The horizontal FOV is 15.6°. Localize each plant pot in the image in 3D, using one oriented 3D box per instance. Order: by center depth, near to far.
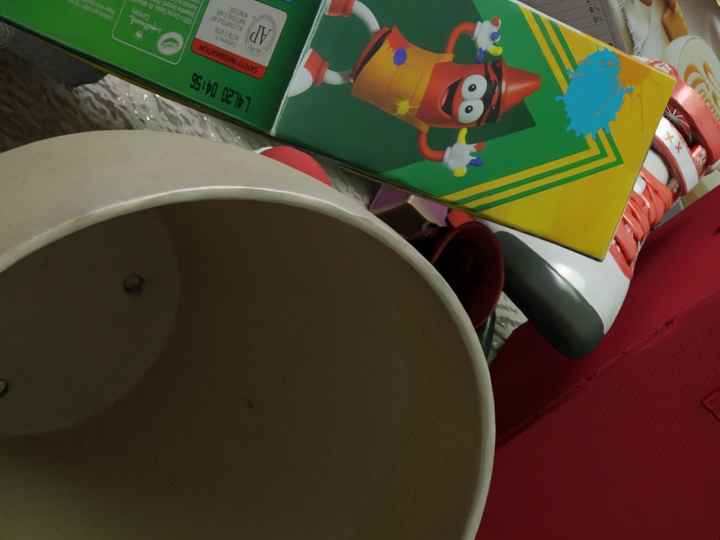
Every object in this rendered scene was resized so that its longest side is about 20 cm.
[{"bbox_3d":[-0.079,0.039,0.791,0.200,0.200,0.134,29,11,-35],"label":"plant pot"}]

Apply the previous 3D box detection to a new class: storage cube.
[{"bbox_3d":[0.153,0.077,1.072,0.171,0.180,0.200,49,31,-7],"label":"storage cube"}]

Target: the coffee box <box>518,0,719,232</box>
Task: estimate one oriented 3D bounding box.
[{"bbox_3d":[0.114,-0.103,1.227,0.114,0.080,0.200,-48,122,-54],"label":"coffee box"}]

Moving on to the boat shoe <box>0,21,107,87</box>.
[{"bbox_3d":[-0.167,-0.125,0.962,0.202,0.065,0.075,34,21,-38],"label":"boat shoe"}]

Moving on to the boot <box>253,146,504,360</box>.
[{"bbox_3d":[0.000,0.000,0.972,0.072,0.144,0.200,37,33,-25],"label":"boot"}]

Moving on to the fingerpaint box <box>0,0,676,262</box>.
[{"bbox_3d":[-0.023,-0.080,0.900,0.167,0.074,0.200,19,5,-46],"label":"fingerpaint box"}]

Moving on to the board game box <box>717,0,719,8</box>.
[{"bbox_3d":[0.189,-0.072,1.409,0.200,0.046,0.151,54,30,1],"label":"board game box"}]

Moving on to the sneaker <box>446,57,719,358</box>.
[{"bbox_3d":[0.093,-0.033,1.027,0.067,0.108,0.201,48,4,-7],"label":"sneaker"}]

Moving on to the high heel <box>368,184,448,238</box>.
[{"bbox_3d":[-0.007,-0.098,1.127,0.200,0.067,0.096,50,49,-32],"label":"high heel"}]
